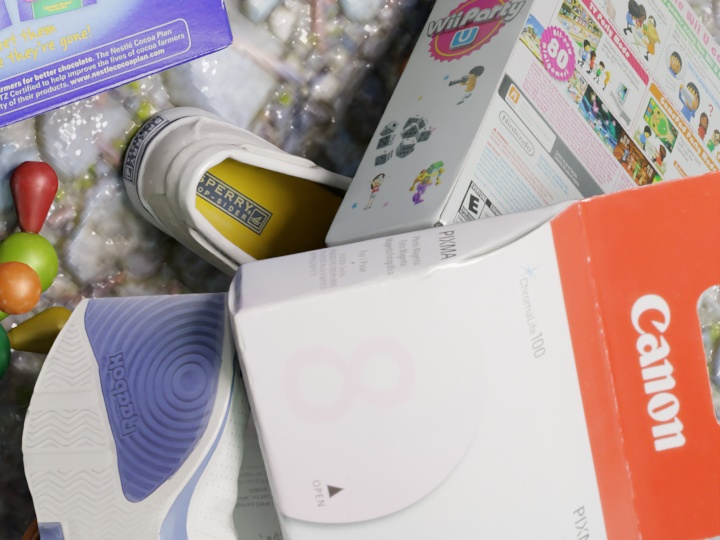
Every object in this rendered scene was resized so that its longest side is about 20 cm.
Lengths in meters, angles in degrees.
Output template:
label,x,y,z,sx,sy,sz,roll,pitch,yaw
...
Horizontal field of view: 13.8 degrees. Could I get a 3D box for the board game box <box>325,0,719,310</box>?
label,x,y,z,sx,sy,sz,roll,pitch,yaw
board game box,0.082,-0.041,1.211,0.148,0.064,0.201,49,48,-29

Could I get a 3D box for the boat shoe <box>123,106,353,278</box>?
label,x,y,z,sx,sy,sz,roll,pitch,yaw
boat shoe,0.002,-0.005,1.222,0.201,0.086,0.075,31,90,-31

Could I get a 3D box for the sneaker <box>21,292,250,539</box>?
label,x,y,z,sx,sy,sz,roll,pitch,yaw
sneaker,-0.078,0.111,1.144,0.080,0.115,0.201,2,80,13

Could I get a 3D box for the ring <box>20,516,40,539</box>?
label,x,y,z,sx,sy,sz,roll,pitch,yaw
ring,-0.125,0.192,1.167,0.019,0.200,0.202,7,104,8

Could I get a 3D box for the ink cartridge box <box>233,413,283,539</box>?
label,x,y,z,sx,sy,sz,roll,pitch,yaw
ink cartridge box,-0.030,0.144,1.231,0.116,0.067,0.201,-5,114,18

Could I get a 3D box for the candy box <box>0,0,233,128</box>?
label,x,y,z,sx,sy,sz,roll,pitch,yaw
candy box,-0.152,-0.158,1.101,0.168,0.077,0.201,-20,115,-20

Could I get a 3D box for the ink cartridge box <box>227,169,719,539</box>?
label,x,y,z,sx,sy,sz,roll,pitch,yaw
ink cartridge box,0.063,0.057,1.114,0.198,0.057,0.163,-9,117,7

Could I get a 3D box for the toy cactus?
label,x,y,z,sx,sy,sz,roll,pitch,yaw
toy cactus,-0.162,0.042,1.114,0.102,0.200,0.166,11,106,8
